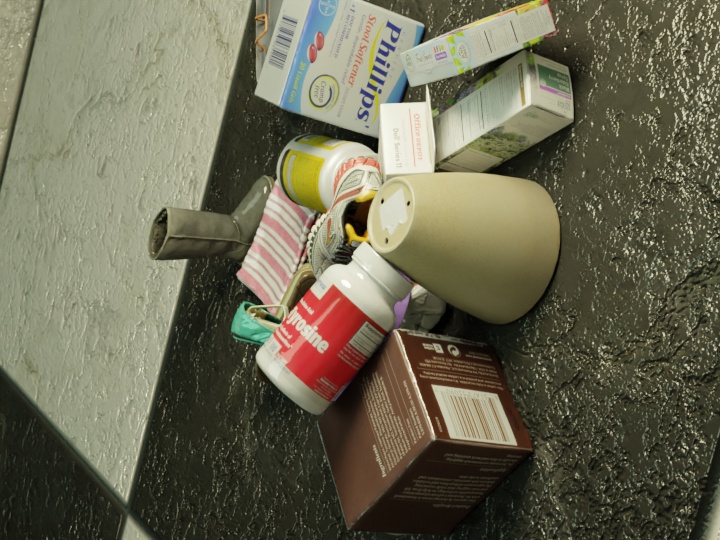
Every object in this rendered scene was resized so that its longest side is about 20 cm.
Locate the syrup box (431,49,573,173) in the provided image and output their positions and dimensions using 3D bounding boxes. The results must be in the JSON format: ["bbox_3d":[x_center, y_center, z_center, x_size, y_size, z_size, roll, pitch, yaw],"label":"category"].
[{"bbox_3d":[0.178,-0.198,1.536,0.199,0.078,0.083,-30,56,49],"label":"syrup box"}]

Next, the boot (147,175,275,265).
[{"bbox_3d":[-0.252,-0.090,2.033,0.072,0.198,0.184,38,111,52],"label":"boot"}]

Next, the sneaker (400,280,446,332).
[{"bbox_3d":[0.055,0.080,1.661,0.201,0.076,0.082,-52,24,26],"label":"sneaker"}]

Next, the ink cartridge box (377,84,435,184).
[{"bbox_3d":[0.059,-0.143,1.592,0.201,0.066,0.119,92,175,-59],"label":"ink cartridge box"}]

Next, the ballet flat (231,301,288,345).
[{"bbox_3d":[-0.110,0.093,1.815,0.197,0.067,0.072,17,106,22],"label":"ballet flat"}]

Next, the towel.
[{"bbox_3d":[-0.137,-0.043,1.995,0.146,0.030,0.203,41,114,48],"label":"towel"}]

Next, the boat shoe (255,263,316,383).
[{"bbox_3d":[-0.112,0.083,1.907,0.202,0.071,0.076,-61,23,13],"label":"boat shoe"}]

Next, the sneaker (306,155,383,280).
[{"bbox_3d":[-0.019,-0.049,1.572,0.083,0.076,0.202,-108,27,-47],"label":"sneaker"}]

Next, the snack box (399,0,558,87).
[{"bbox_3d":[0.145,-0.286,1.506,0.200,0.140,0.054,-164,53,-75],"label":"snack box"}]

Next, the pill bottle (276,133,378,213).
[{"bbox_3d":[-0.036,-0.141,1.804,0.199,0.113,0.116,21,98,56],"label":"pill bottle"}]

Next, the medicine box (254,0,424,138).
[{"bbox_3d":[-0.031,-0.314,1.771,0.103,0.197,0.185,34,109,56],"label":"medicine box"}]

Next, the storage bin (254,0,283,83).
[{"bbox_3d":[-0.090,-0.390,1.951,0.133,0.144,0.204,-19,65,41],"label":"storage bin"}]

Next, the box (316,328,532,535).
[{"bbox_3d":[0.076,0.206,1.489,0.201,0.164,0.166,-51,44,34],"label":"box"}]

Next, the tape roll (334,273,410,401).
[{"bbox_3d":[-0.012,0.076,1.627,0.201,0.065,0.201,-54,16,23],"label":"tape roll"}]

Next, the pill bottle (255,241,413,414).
[{"bbox_3d":[-0.028,0.068,1.469,0.201,0.112,0.112,-50,38,1],"label":"pill bottle"}]

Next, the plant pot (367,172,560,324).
[{"bbox_3d":[0.113,-0.047,1.475,0.186,0.198,0.191,-25,57,48],"label":"plant pot"}]
